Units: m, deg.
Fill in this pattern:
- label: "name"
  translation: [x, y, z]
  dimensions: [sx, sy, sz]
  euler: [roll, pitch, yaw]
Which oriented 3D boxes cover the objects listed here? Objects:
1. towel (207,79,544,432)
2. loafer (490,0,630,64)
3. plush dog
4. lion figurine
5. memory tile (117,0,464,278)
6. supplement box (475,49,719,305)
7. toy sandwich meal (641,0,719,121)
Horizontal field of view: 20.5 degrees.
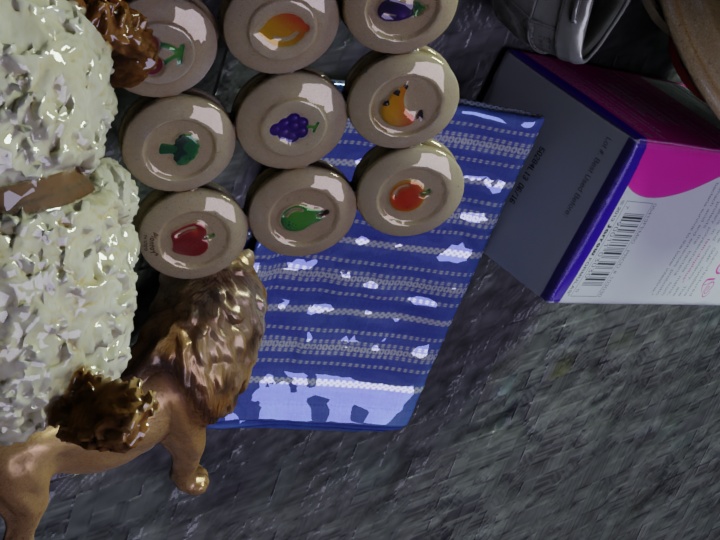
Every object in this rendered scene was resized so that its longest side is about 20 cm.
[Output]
- label: "towel"
  translation: [0.000, 0.000, 1.015]
  dimensions: [0.145, 0.024, 0.200]
  euler: [6, 120, -33]
- label: "loafer"
  translation: [0.145, -0.190, 0.981]
  dimensions: [0.200, 0.070, 0.070]
  euler: [-55, 148, 8]
- label: "plush dog"
  translation: [-0.144, -0.027, 0.754]
  dimensions: [0.200, 0.160, 0.172]
  euler: [-21, 114, -39]
- label: "lion figurine"
  translation: [-0.125, 0.070, 0.919]
  dimensions: [0.200, 0.072, 0.123]
  euler: [-33, 150, -31]
- label: "memory tile"
  translation: [-0.032, -0.084, 0.844]
  dimensions: [0.153, 0.017, 0.200]
  euler: [-10, 129, -5]
- label: "supplement box"
  translation: [0.147, -0.048, 1.115]
  dimensions: [0.200, 0.103, 0.101]
  euler: [4, 120, -52]
- label: "toy sandwich meal"
  translation: [0.209, -0.126, 1.081]
  dimensions: [0.205, 0.205, 0.070]
  euler: [-9, 167, -47]
